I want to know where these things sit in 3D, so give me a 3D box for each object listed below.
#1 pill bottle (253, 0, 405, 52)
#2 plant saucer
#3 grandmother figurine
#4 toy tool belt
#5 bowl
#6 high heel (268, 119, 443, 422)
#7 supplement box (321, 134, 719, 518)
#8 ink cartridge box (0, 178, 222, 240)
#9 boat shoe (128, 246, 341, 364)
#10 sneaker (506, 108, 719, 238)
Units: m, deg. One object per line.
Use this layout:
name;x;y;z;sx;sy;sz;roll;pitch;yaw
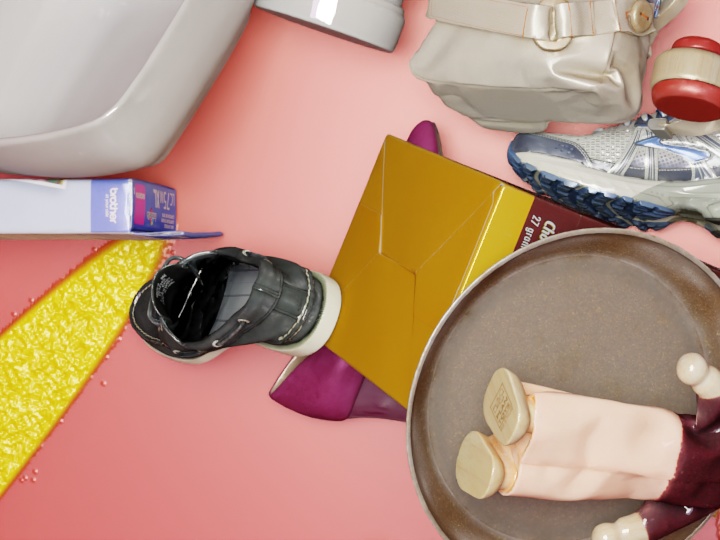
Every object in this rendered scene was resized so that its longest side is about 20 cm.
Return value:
pill bottle;0.008;-0.245;1.320;0.116;0.116;0.200;19;94;8
plant saucer;0.115;0.072;1.125;0.200;0.032;0.201;-4;106;-16
grandmother figurine;0.157;0.094;1.100;0.200;0.061;0.121;11;128;-22
toy tool belt;0.134;-0.155;1.263;0.200;0.125;0.123;4;73;30
bowl;-0.157;-0.136;1.315;0.200;0.075;0.200;3;55;42
high heel;0.000;0.000;1.346;0.096;0.067;0.200;7;95;-2
supplement box;0.107;0.028;1.235;0.200;0.197;0.133;20;94;-21
ink cartridge box;-0.196;-0.038;1.351;0.200;0.119;0.042;2;90;9
boat shoe;-0.097;0.018;1.310;0.066;0.199;0.075;25;80;-36
sneaker;0.193;-0.070;1.324;0.200;0.077;0.085;11;78;7
